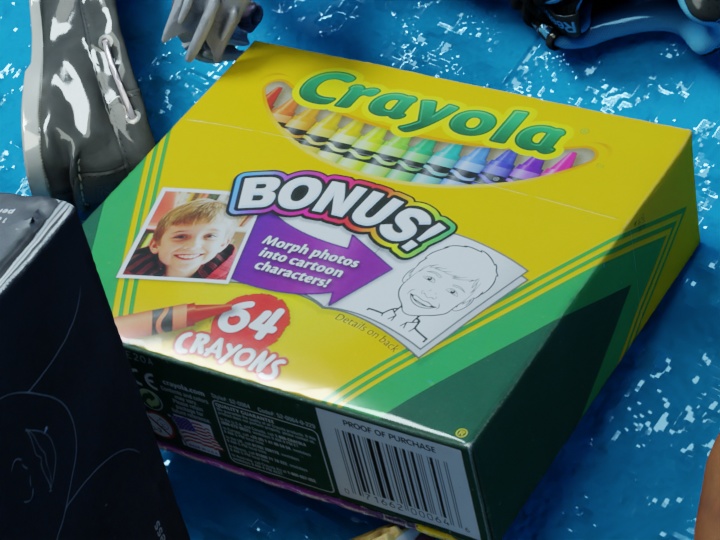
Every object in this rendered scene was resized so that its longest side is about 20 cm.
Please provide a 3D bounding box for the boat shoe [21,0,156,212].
[{"bbox_3d":[-0.116,-0.113,1.011,0.057,0.067,0.201,-5,59,0],"label":"boat shoe"}]

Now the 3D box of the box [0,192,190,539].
[{"bbox_3d":[-0.160,0.108,0.753,0.123,0.201,0.197,4,38,26],"label":"box"}]

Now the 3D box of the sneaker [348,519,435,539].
[{"bbox_3d":[-0.019,0.171,0.777,0.075,0.090,0.200,-29,15,50],"label":"sneaker"}]

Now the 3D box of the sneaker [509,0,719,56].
[{"bbox_3d":[0.070,-0.136,0.939,0.199,0.073,0.082,7,62,27],"label":"sneaker"}]

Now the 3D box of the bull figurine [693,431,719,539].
[{"bbox_3d":[0.145,0.082,0.740,0.065,0.122,0.201,18,52,-8],"label":"bull figurine"}]

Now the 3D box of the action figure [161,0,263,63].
[{"bbox_3d":[-0.048,-0.159,0.965,0.130,0.069,0.200,-53,26,15],"label":"action figure"}]

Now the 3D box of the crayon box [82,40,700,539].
[{"bbox_3d":[0.000,0.000,0.858,0.199,0.059,0.173,15,48,29],"label":"crayon box"}]
